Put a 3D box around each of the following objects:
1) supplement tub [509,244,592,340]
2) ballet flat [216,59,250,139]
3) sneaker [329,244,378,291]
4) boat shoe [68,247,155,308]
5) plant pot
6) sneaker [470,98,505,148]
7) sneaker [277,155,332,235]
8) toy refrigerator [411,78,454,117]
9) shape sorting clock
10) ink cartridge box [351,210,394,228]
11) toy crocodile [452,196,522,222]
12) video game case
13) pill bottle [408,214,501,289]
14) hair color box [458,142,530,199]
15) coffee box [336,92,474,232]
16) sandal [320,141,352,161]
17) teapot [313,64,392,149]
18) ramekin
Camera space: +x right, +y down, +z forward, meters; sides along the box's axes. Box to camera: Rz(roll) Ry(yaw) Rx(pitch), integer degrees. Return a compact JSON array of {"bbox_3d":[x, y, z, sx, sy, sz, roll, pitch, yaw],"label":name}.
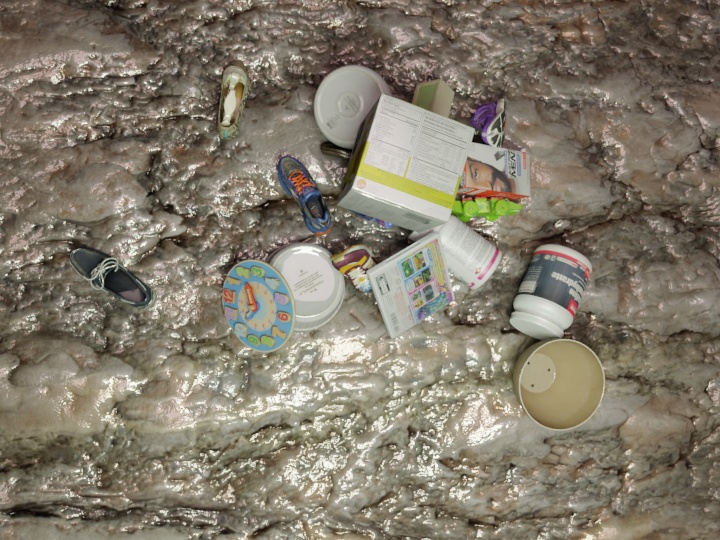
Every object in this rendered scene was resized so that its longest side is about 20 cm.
[{"bbox_3d":[0.446,0.053,1.382,0.140,0.140,0.201,27,76,-6],"label":"supplement tub"},{"bbox_3d":[-0.291,-0.403,1.344,0.068,0.075,0.201,8,79,-9],"label":"ballet flat"},{"bbox_3d":[0.000,0.000,1.278,0.075,0.200,0.090,-22,81,19],"label":"sneaker"},{"bbox_3d":[-0.526,0.014,1.235,0.200,0.062,0.075,38,78,-3],"label":"boat shoe"},{"bbox_3d":[0.430,0.246,1.342,0.199,0.134,0.201,0,93,-8],"label":"plant pot"},{"bbox_3d":[0.307,-0.353,1.422,0.083,0.200,0.081,-1,121,16],"label":"sneaker"},{"bbox_3d":[-0.121,-0.179,1.339,0.075,0.078,0.200,-33,89,-15],"label":"sneaker"},{"bbox_3d":[0.156,-0.353,1.412,0.070,0.076,0.201,27,74,-44],"label":"toy refrigerator"},{"bbox_3d":[-0.218,0.076,1.236,0.039,0.200,0.201,-16,83,-53],"label":"shape sorting clock"},{"bbox_3d":[0.089,-0.153,1.357,0.199,0.119,0.042,-24,116,-15],"label":"ink cartridge box"},{"bbox_3d":[0.294,-0.154,1.423,0.199,0.068,0.062,-2,81,-11],"label":"toy crocodile"},{"bbox_3d":[0.118,0.035,1.317,0.182,0.024,0.200,-30,128,-13],"label":"video game case"},{"bbox_3d":[0.218,-0.057,1.369,0.200,0.113,0.114,36,76,-4],"label":"pill bottle"},{"bbox_3d":[0.314,-0.237,1.412,0.199,0.064,0.111,2,85,-27],"label":"hair color box"},{"bbox_3d":[0.084,-0.208,1.193,0.199,0.200,0.199,17,84,-10],"label":"coffee box"},{"bbox_3d":[0.001,-0.254,1.381,0.199,0.082,0.055,13,116,2],"label":"sandal"},{"bbox_3d":[-0.003,-0.370,1.365,0.197,0.146,0.201,3,95,16],"label":"teapot"},{"bbox_3d":[-0.126,0.029,1.295,0.201,0.094,0.203,2,80,-11],"label":"ramekin"}]
